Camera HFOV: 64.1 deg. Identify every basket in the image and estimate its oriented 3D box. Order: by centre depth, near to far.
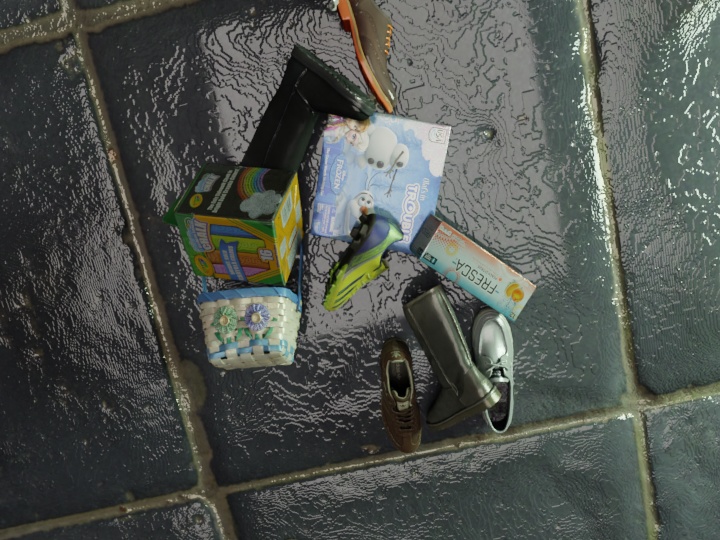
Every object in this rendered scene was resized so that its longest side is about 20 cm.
[{"bbox_3d":[-0.171,0.048,0.920,0.170,0.140,0.207,-8,67,4],"label":"basket"}]

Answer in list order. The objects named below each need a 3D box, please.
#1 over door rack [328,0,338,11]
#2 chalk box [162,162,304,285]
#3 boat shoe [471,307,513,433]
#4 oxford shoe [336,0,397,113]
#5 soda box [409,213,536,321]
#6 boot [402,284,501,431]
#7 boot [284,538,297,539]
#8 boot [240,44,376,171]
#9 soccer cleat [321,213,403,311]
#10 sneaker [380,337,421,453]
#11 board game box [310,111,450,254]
[{"bbox_3d":[-0.059,-0.486,0.824,0.199,0.067,0.148,43,84,7],"label":"over door rack"},{"bbox_3d":[-0.196,-0.073,0.868,0.193,0.127,0.127,6,135,11],"label":"chalk box"},{"bbox_3d":[0.225,0.167,0.946,0.067,0.072,0.208,-6,101,4],"label":"boat shoe"},{"bbox_3d":[0.022,-0.341,0.858,0.071,0.071,0.205,-22,99,3],"label":"oxford shoe"},{"bbox_3d":[0.175,-0.004,0.897,0.197,0.064,0.069,32,98,-17],"label":"soda box"},{"bbox_3d":[0.122,0.146,0.941,0.202,0.072,0.181,54,133,5],"label":"boot"},{"bbox_3d":[-0.060,0.544,1.035,0.192,0.076,0.076,6,100,1],"label":"boot"},{"bbox_3d":[-0.082,-0.200,0.860,0.164,0.065,0.203,42,113,21],"label":"boot"},{"bbox_3d":[0.000,0.000,0.904,0.081,0.066,0.202,21,127,-15],"label":"soccer cleat"},{"bbox_3d":[0.063,0.221,0.963,0.068,0.076,0.207,-9,100,5],"label":"sneaker"},{"bbox_3d":[0.029,-0.142,0.909,0.192,0.043,0.207,10,102,0],"label":"board game box"}]
